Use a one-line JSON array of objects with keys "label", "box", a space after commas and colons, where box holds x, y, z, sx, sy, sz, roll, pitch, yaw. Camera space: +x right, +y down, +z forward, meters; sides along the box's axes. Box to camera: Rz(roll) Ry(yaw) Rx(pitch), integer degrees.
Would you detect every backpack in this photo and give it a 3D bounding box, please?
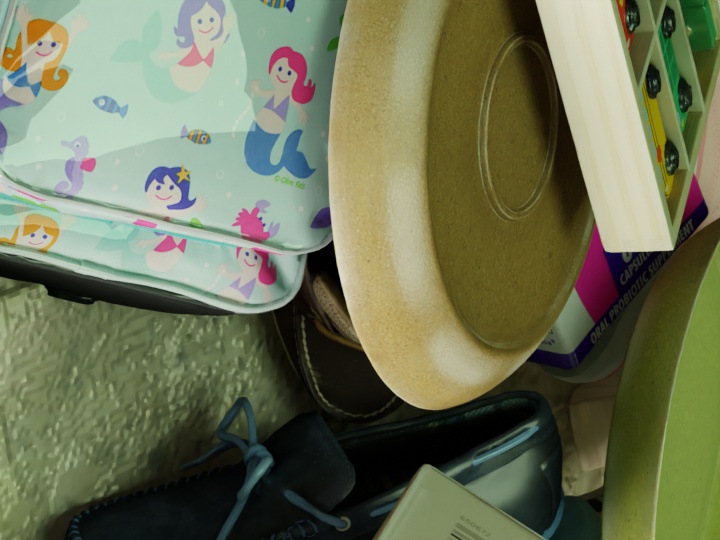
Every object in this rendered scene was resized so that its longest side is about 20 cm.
[{"label": "backpack", "box": [-0.081, -0.095, 0.992, 0.177, 0.150, 0.201, 15, 81, -32]}]

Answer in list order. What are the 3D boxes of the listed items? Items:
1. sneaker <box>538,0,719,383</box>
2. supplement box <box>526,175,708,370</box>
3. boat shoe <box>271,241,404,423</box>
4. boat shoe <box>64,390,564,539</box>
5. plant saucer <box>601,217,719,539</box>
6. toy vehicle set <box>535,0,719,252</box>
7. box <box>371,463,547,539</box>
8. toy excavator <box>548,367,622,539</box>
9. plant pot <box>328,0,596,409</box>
[{"label": "sneaker", "box": [0.143, -0.037, 1.278, 0.104, 0.075, 0.202, 24, 79, -40]}, {"label": "supplement box", "box": [0.044, -0.074, 1.152, 0.101, 0.103, 0.201, -46, 127, -29]}, {"label": "boat shoe", "box": [0.000, 0.000, 1.102, 0.201, 0.072, 0.072, 98, -4, -48]}, {"label": "boat shoe", "box": [-0.019, 0.080, 1.125, 0.199, 0.084, 0.069, -13, 125, -23]}, {"label": "plant saucer", "box": [0.134, 0.071, 1.188, 0.200, 0.031, 0.202, 9, 90, -69]}, {"label": "toy vehicle set", "box": [0.089, -0.122, 1.035, 0.125, 0.026, 0.201, -71, 151, -45]}, {"label": "box", "box": [-0.001, 0.179, 1.083, 0.200, 0.077, 0.095, -59, 178, 35]}, {"label": "toy excavator", "box": [0.077, 0.121, 1.224, 0.199, 0.195, 0.100, -18, 115, -10]}, {"label": "plant pot", "box": [0.046, -0.051, 1.025, 0.200, 0.027, 0.202, -19, 111, -62]}]
